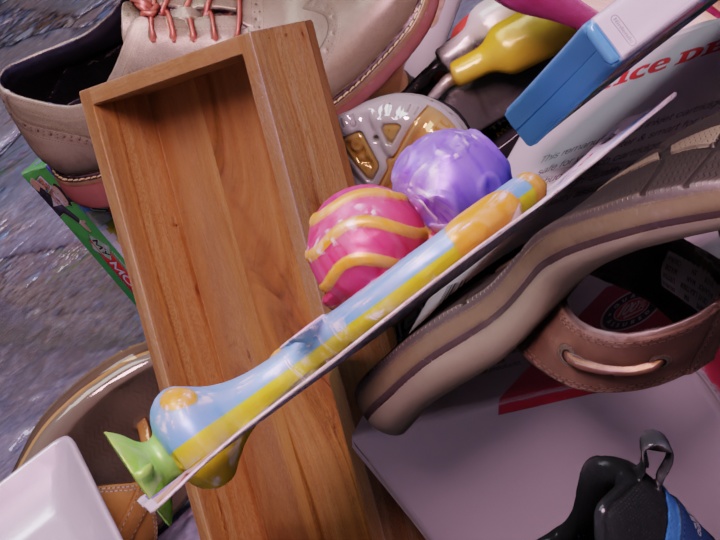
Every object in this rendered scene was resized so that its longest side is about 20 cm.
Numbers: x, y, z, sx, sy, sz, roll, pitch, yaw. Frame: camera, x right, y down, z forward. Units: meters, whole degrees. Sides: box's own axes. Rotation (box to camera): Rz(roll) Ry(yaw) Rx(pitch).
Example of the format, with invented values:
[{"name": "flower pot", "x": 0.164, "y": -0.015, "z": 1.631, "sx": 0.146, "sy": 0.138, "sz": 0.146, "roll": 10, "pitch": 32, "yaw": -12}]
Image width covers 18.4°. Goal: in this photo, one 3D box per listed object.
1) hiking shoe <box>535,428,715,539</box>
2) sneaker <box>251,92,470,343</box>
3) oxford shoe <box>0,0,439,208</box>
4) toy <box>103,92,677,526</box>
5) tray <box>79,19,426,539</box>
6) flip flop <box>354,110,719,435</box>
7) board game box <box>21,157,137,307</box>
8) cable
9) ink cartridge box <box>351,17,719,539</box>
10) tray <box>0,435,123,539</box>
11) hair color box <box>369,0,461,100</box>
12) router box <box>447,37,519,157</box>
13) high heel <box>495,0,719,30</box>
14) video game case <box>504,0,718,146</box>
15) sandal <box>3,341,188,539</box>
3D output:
[{"name": "hiking shoe", "x": 0.022, "y": 0.129, "z": 0.643, "sx": 0.199, "sy": 0.087, "sz": 0.074, "roll": -37, "pitch": 22, "yaw": 0}, {"name": "sneaker", "x": 0.001, "y": -0.005, "z": 0.868, "sx": 0.088, "sy": 0.075, "sz": 0.200, "roll": -42, "pitch": -13, "yaw": -44}, {"name": "oxford shoe", "x": -0.062, "y": -0.088, "z": 0.926, "sx": 0.199, "sy": 0.075, "sz": 0.071, "roll": -24, "pitch": 43, "yaw": 22}, {"name": "toy", "x": 0.000, "y": 0.000, "z": 0.705, "sx": 0.200, "sy": 0.047, "sz": 0.115, "roll": -41, "pitch": 1, "yaw": -9}, {"name": "tray", "x": -0.034, "y": 0.020, "z": 0.807, "sx": 0.098, "sy": 0.202, "sz": 0.037, "roll": -12, "pitch": 5, "yaw": 45}, {"name": "flip flop", "x": 0.071, "y": 0.010, "z": 0.637, "sx": 0.081, "sy": 0.058, "sz": 0.200, "roll": -34, "pitch": -2, "yaw": -45}, {"name": "board game box", "x": -0.051, "y": -0.063, "z": 1.069, "sx": 0.200, "sy": 0.135, "sz": 0.029, "roll": -50, "pitch": 21, "yaw": -28}, {"name": "cable", "x": 0.016, "y": -0.072, "z": 0.930, "sx": 0.199, "sy": 0.051, "sz": 0.097, "roll": -29, "pitch": 18, "yaw": -10}, {"name": "ink cartridge box", "x": 0.106, "y": 0.004, "z": 0.767, "sx": 0.144, "sy": 0.085, "sz": 0.201, "roll": -16, "pitch": 31, "yaw": 41}, {"name": "tray", "x": -0.117, "y": 0.154, "z": 0.822, "sx": 0.107, "sy": 0.022, "sz": 0.200, "roll": -36, "pitch": 41, "yaw": 0}, {"name": "hair color box", "x": -0.022, "y": -0.100, "z": 1.033, "sx": 0.060, "sy": 0.099, "sz": 0.201, "roll": -9, "pitch": 57, "yaw": 59}, {"name": "router box", "x": 0.130, "y": -0.114, "z": 1.010, "sx": 0.200, "sy": 0.052, "sz": 0.157, "roll": -37, "pitch": 22, "yaw": 0}, {"name": "high heel", "x": 0.110, "y": -0.112, "z": 0.841, "sx": 0.096, "sy": 0.200, "sz": 0.067, "roll": -17, "pitch": 29, "yaw": 52}, {"name": "video game case", "x": 0.139, "y": -0.116, "z": 0.723, "sx": 0.200, "sy": 0.018, "sz": 0.143, "roll": -38, "pitch": -2, "yaw": -9}, {"name": "sandal", "x": -0.124, "y": 0.115, "z": 0.917, "sx": 0.200, "sy": 0.080, "sz": 0.054, "roll": -43, "pitch": 39, "yaw": -9}]
